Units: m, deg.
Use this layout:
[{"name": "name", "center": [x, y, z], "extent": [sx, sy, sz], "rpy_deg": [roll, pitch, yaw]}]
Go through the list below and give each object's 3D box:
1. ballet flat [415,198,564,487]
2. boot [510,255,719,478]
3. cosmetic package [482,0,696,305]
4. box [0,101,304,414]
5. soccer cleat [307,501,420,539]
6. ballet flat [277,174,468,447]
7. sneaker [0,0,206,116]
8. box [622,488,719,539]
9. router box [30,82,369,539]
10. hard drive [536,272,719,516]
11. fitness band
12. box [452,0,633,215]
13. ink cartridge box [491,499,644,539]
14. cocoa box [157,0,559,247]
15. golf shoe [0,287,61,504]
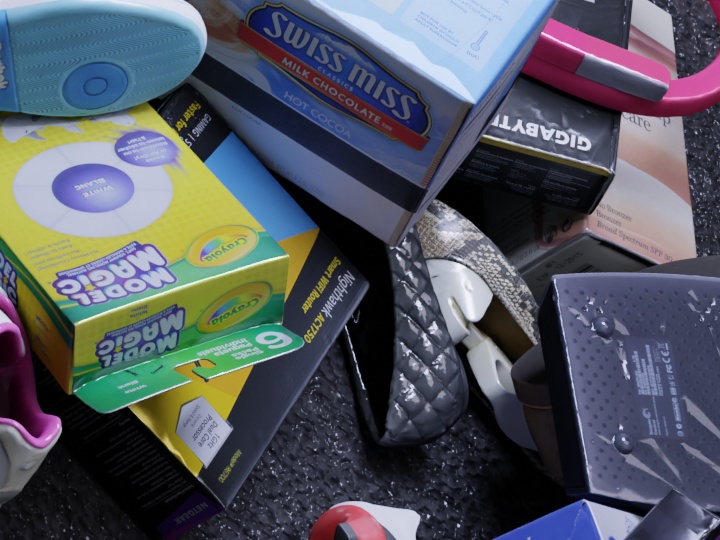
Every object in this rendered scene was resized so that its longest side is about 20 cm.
[{"name": "ballet flat", "center": [0.073, 0.042, 1.586], "extent": [0.200, 0.068, 0.075], "rpy_deg": [50, 28, -15]}, {"name": "boot", "center": [0.161, 0.051, 1.596], "extent": [0.200, 0.074, 0.075], "rpy_deg": [-32, 116, -37]}, {"name": "cosmetic package", "center": [0.134, -0.073, 1.716], "extent": [0.103, 0.087, 0.200], "rpy_deg": [22, 51, -35]}, {"name": "box", "center": [-0.120, -0.016, 1.330], "extent": [0.117, 0.048, 0.200], "rpy_deg": [-19, 47, -29]}, {"name": "soccer cleat", "center": [0.032, 0.208, 1.437], "extent": [0.085, 0.069, 0.200], "rpy_deg": [-2, 65, -52]}, {"name": "ballet flat", "center": [0.000, 0.000, 1.539], "extent": [0.057, 0.066, 0.200], "rpy_deg": [-15, 77, -45]}, {"name": "sneaker", "center": [-0.178, -0.140, 1.368], "extent": [0.200, 0.080, 0.131], "rpy_deg": [-2, 48, -12]}, {"name": "box", "center": [0.121, 0.213, 1.409], "extent": [0.036, 0.200, 0.143], "rpy_deg": [33, 62, 26]}, {"name": "router box", "center": [-0.092, 0.017, 1.434], "extent": [0.149, 0.051, 0.200], "rpy_deg": [48, 39, -13]}, {"name": "hard drive", "center": [0.186, 0.071, 1.515], "extent": [0.200, 0.042, 0.135], "rpy_deg": [5, 64, -29]}, {"name": "fitness band", "center": [0.133, -0.162, 1.625], "extent": [0.200, 0.037, 0.144], "rpy_deg": [23, 51, -6]}, {"name": "box", "center": [0.052, -0.131, 1.625], "extent": [0.200, 0.049, 0.160], "rpy_deg": [16, 53, -9]}, {"name": "ink cartridge box", "center": [0.119, 0.166, 1.486], "extent": [0.200, 0.094, 0.044], "rpy_deg": [22, 46, -63]}, {"name": "cocoa box", "center": [-0.015, -0.138, 1.495], "extent": [0.200, 0.131, 0.133], "rpy_deg": [33, 51, 4]}, {"name": "golf shoe", "center": [-0.192, 0.016, 1.299], "extent": [0.075, 0.092, 0.200], "rpy_deg": [-11, 73, -49]}]
